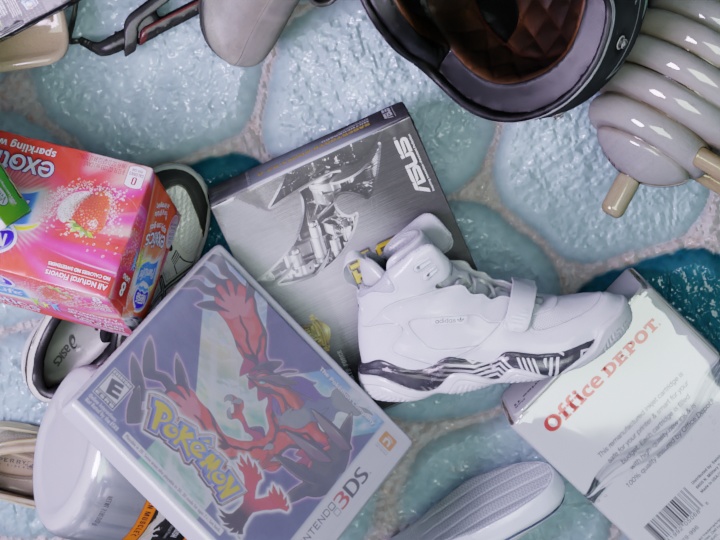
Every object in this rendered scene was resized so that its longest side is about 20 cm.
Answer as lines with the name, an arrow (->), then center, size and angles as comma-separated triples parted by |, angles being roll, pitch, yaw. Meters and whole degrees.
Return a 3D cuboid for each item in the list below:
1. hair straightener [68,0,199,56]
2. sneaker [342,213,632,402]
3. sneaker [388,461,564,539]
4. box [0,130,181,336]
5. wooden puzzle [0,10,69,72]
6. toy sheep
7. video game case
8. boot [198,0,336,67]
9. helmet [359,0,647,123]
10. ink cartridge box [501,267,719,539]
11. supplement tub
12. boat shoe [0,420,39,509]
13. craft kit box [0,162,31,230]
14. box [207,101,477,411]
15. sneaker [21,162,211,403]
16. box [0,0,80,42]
hair straightener -> -0.126, -0.217, 1.704 | 0.200, 0.041, 0.077 | -27, 102, 6
sneaker -> 0.085, 0.019, 1.681 | 0.199, 0.075, 0.115 | -12, 112, 8
sneaker -> 0.076, 0.212, 1.788 | 0.200, 0.073, 0.071 | -33, 116, 20
box -> -0.237, -0.033, 1.655 | 0.199, 0.096, 0.100 | 15, 75, 13
wooden puzzle -> -0.306, -0.232, 1.674 | 0.184, 0.046, 0.201 | -8, 98, 4
toy sheep -> 0.230, -0.124, 1.700 | 0.138, 0.138, 0.200 | 33, 81, -10
video game case -> -0.079, 0.107, 1.636 | 0.200, 0.023, 0.182 | 45, 50, -5
boot -> -0.046, -0.208, 1.615 | 0.068, 0.131, 0.200 | 15, 115, -24
helmet -> 0.105, -0.207, 1.640 | 0.191, 0.200, 0.200 | 35, 98, -38
ink cartridge box -> 0.222, 0.118, 1.773 | 0.147, 0.083, 0.200 | -45, 101, 5
supplement tub -> -0.119, 0.142, 1.687 | 0.199, 0.123, 0.123 | 12, 101, -27
boat shoe -> -0.192, 0.153, 1.757 | 0.199, 0.065, 0.072 | 9, 101, -8
craft kit box -> -0.348, -0.075, 1.582 | 0.200, 0.049, 0.198 | -29, 95, 26
box -> 0.000, 0.000, 1.737 | 0.158, 0.048, 0.201 | -24, 110, 0
sneaker -> -0.171, 0.016, 1.720 | 0.076, 0.088, 0.200 | 32, 96, -8
box -> -0.304, -0.237, 1.626 | 0.160, 0.044, 0.200 | -27, 95, 8
